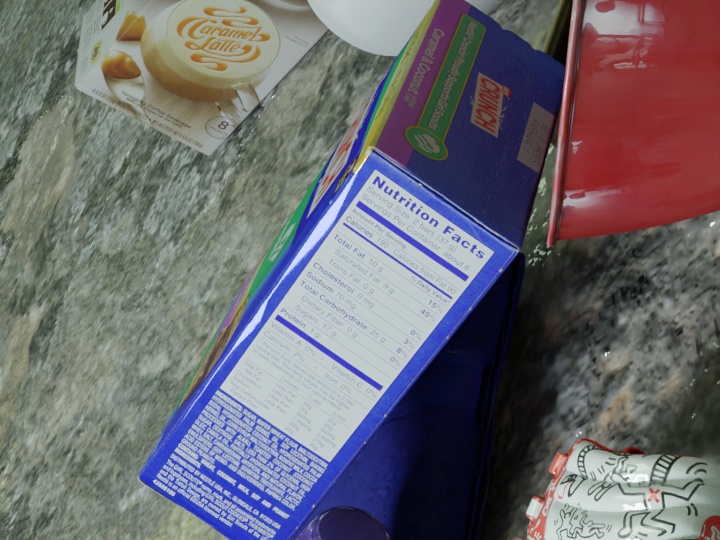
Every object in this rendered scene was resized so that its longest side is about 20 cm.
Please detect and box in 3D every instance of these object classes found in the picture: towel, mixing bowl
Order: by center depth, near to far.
[{"bbox_3d":[0.134,-0.103,0.716,0.200,0.108,0.201,7,-90,-85],"label":"mixing bowl"},{"bbox_3d":[0.023,0.085,0.918,0.148,0.049,0.201,-29,43,60],"label":"towel"}]

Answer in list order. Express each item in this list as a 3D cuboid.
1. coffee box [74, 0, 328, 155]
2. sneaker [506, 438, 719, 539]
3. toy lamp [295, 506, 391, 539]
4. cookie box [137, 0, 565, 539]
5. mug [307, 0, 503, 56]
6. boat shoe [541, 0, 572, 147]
[{"bbox_3d":[-0.093,-0.184,1.277,0.200,0.114,0.080,-43,33,37],"label":"coffee box"},{"bbox_3d":[0.074,0.132,0.760,0.201,0.067,0.108,-23,47,49],"label":"sneaker"},{"bbox_3d":[-0.028,0.182,0.843,0.058,0.058,0.200,-96,19,-46],"label":"toy lamp"},{"bbox_3d":[0.000,0.000,0.824,0.200,0.075,0.171,-54,7,31],"label":"cookie box"},{"bbox_3d":[0.051,-0.200,1.046,0.153,0.186,0.150,-50,62,44],"label":"mug"},{"bbox_3d":[0.129,-0.147,0.897,0.071,0.064,0.201,-13,56,58],"label":"boat shoe"}]
